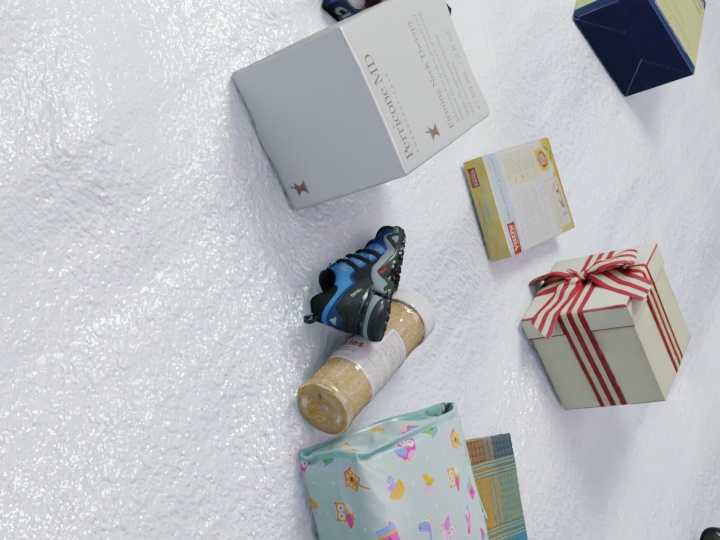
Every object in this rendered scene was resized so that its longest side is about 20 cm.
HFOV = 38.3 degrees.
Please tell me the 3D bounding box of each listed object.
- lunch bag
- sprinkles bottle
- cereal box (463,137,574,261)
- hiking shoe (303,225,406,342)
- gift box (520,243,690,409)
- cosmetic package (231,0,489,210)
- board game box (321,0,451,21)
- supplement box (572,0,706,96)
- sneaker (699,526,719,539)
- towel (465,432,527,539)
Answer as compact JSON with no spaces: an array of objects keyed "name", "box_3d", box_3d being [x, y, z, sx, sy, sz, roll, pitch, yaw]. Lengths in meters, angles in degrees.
[{"name":"lunch bag","box_3d":[0.050,0.242,1.103,0.200,0.122,0.171,-15,90,-45]},{"name":"sprinkles bottle","box_3d":[0.010,0.096,1.136,0.200,0.068,0.068,-44,113,-46]},{"name":"cereal box","box_3d":[0.228,-0.105,1.476,0.200,0.039,0.144,-20,95,-50]},{"name":"hiking shoe","box_3d":[0.000,0.000,1.147,0.200,0.086,0.075,-69,169,-61]},{"name":"gift box","box_3d":[0.346,0.077,1.452,0.187,0.184,0.200,63,35,-18]},{"name":"cosmetic package","box_3d":[0.005,-0.192,1.137,0.200,0.166,0.168,-40,110,-47]},{"name":"board game box","box_3d":[0.039,-0.334,1.321,0.200,0.035,0.136,33,55,-40]},{"name":"supplement box","box_3d":[0.492,-0.456,1.816,0.200,0.134,0.200,46,48,-32]},{"name":"sneaker","box_3d":[0.573,0.517,1.677,0.114,0.076,0.200,20,70,-53]},{"name":"towel","box_3d":[0.160,0.308,1.292,0.146,0.022,0.201,3,75,-50]}]
